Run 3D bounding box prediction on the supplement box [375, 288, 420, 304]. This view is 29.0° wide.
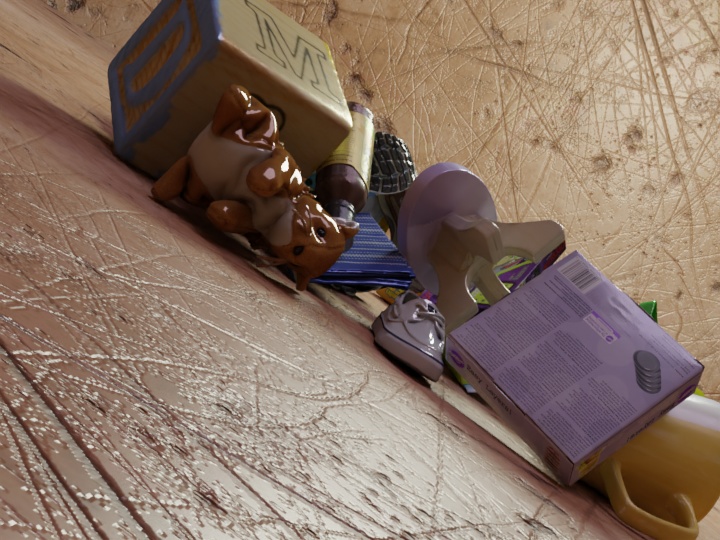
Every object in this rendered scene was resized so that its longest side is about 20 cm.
[{"bbox_3d":[0.107,0.047,2.029,0.066,0.069,0.200,36,3,38],"label":"supplement box"}]

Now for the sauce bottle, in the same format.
[{"bbox_3d":[-0.020,-0.105,1.592,0.065,0.065,0.201,32,44,-28],"label":"sauce bottle"}]

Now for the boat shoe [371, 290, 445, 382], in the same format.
[{"bbox_3d":[0.056,0.060,1.465,0.073,0.066,0.200,33,4,-16],"label":"boat shoe"}]

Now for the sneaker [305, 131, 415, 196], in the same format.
[{"bbox_3d":[-0.024,-0.118,1.715,0.199,0.079,0.090,-11,-4,-28],"label":"sneaker"}]

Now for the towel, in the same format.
[{"bbox_3d":[-0.030,-0.026,1.593,0.144,0.024,0.200,2,22,-16],"label":"towel"}]

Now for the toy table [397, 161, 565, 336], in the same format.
[{"bbox_3d":[0.128,-0.018,1.585,0.117,0.184,0.200,42,-4,38],"label":"toy table"}]

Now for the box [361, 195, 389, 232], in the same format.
[{"bbox_3d":[-0.060,-0.078,1.776,0.199,0.119,0.041,33,4,-27],"label":"box"}]

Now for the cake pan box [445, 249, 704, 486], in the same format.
[{"bbox_3d":[0.210,0.091,1.404,0.200,0.184,0.052,45,-28,27],"label":"cake pan box"}]

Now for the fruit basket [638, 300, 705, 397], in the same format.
[{"bbox_3d":[0.345,0.154,1.638,0.214,0.156,0.216,16,-38,13],"label":"fruit basket"}]

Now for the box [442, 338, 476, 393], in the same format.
[{"bbox_3d":[0.165,0.097,1.646,0.121,0.048,0.200,-3,9,-5],"label":"box"}]

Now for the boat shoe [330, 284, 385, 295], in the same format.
[{"bbox_3d":[0.000,0.000,1.719,0.060,0.076,0.199,35,16,31],"label":"boat shoe"}]

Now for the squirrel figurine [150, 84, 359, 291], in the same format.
[{"bbox_3d":[-0.088,-0.074,1.440,0.186,0.142,0.200,41,7,4],"label":"squirrel figurine"}]

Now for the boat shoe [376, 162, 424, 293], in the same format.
[{"bbox_3d":[0.074,-0.069,1.761,0.075,0.072,0.201,20,48,-43],"label":"boat shoe"}]

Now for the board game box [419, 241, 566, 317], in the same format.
[{"bbox_3d":[0.166,0.005,1.761,0.119,0.033,0.200,9,34,32],"label":"board game box"}]

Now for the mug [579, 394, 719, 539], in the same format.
[{"bbox_3d":[0.291,0.182,1.447,0.152,0.150,0.186,24,0,-17],"label":"mug"}]

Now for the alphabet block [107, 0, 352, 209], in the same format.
[{"bbox_3d":[-0.154,-0.199,1.603,0.199,0.195,0.197,30,29,-33],"label":"alphabet block"}]
